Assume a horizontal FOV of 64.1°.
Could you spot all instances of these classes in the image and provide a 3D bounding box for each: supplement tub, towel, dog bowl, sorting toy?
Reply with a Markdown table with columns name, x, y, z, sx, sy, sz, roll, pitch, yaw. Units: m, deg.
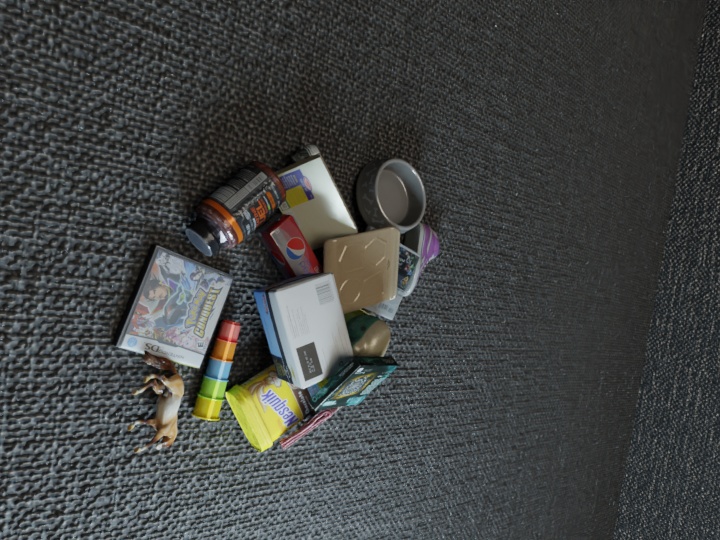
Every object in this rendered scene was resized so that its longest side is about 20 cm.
| name | x | y | z | sx | sy | sz | roll | pitch | yaw |
| --- | --- | --- | --- | --- | --- | --- | --- | --- | --- |
| supplement tub | -0.246 | -0.118 | 1.130 | 0.200 | 0.107 | 0.107 | -47 | 125 | -25 |
| towel | -0.088 | 0.326 | 1.290 | 0.023 | 0.144 | 0.200 | 54 | 14 | 8 |
| dog bowl | 0.083 | -0.183 | 1.416 | 0.199 | 0.059 | 0.201 | 6 | 81 | -41 |
| sorting toy | 0.000 | 0.000 | 1.317 | 0.199 | 0.036 | 0.186 | -13 | 115 | -33 |

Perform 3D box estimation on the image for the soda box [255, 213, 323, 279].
| name | x | y | z | sx | sy | sz | roll | pitch | yaw |
| --- | --- | --- | --- | --- | --- | --- | --- | --- | --- |
| soda box | -0.144 | -0.025 | 1.265 | 0.070 | 0.063 | 0.200 | -46 | 124 | -26 |

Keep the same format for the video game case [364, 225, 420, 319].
| name | x | y | z | sx | sy | sz | roll | pitch | yaw |
| --- | --- | --- | --- | --- | --- | --- | --- | --- | --- |
| video game case | 0.048 | 0.010 | 1.401 | 0.200 | 0.023 | 0.182 | 26 | 88 | -44 |

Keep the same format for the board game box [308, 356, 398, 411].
| name | x | y | z | sx | sy | sz | roll | pitch | yaw |
| --- | --- | --- | --- | --- | --- | --- | --- | --- | --- |
| board game box | -0.010 | 0.232 | 1.196 | 0.135 | 0.028 | 0.200 | -45 | 156 | 12 |

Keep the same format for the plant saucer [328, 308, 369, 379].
| name | x | y | z | sx | sy | sz | roll | pitch | yaw |
| --- | --- | --- | --- | --- | --- | --- | --- | --- | --- |
| plant saucer | -0.046 | 0.179 | 1.365 | 0.199 | 0.031 | 0.201 | -2 | 99 | -14 |

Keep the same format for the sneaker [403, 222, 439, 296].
| name | x | y | z | sx | sy | sz | roll | pitch | yaw |
| --- | --- | --- | --- | --- | --- | --- | --- | --- | --- |
| sneaker | 0.161 | -0.020 | 1.534 | 0.114 | 0.072 | 0.201 | 21 | 84 | -46 |

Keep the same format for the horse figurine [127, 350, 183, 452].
| name | x | y | z | sx | sy | sz | roll | pitch | yaw |
| --- | --- | --- | --- | --- | --- | --- | --- | --- | --- |
| horse figurine | -0.379 | 0.252 | 1.088 | 0.132 | 0.050 | 0.201 | 7 | 88 | -68 |

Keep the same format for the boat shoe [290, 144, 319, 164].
| name | x | y | z | sx | sy | sz | roll | pitch | yaw |
| --- | --- | --- | --- | --- | --- | --- | --- | --- | --- |
| boat shoe | -0.105 | -0.176 | 1.280 | 0.071 | 0.072 | 0.201 | -25 | 113 | -15 |

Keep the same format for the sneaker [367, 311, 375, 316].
| name | x | y | z | sx | sy | sz | roll | pitch | yaw |
| --- | --- | --- | --- | --- | --- | --- | --- | --- | --- |
| sneaker | -0.015 | 0.199 | 1.424 | 0.081 | 0.075 | 0.201 | 5 | 94 | -25 |

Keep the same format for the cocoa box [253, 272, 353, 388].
| name | x | y | z | sx | sy | sz | roll | pitch | yaw |
| --- | --- | --- | --- | --- | --- | --- | --- | --- | --- |
| cocoa box | -0.116 | 0.116 | 1.175 | 0.133 | 0.131 | 0.201 | -18 | 98 | -28 |

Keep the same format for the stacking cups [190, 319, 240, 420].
| name | x | y | z | sx | sy | sz | roll | pitch | yaw |
| --- | --- | --- | --- | --- | --- | --- | --- | --- | --- |
| stacking cups | -0.295 | 0.200 | 1.179 | 0.060 | 0.060 | 0.201 | 17 | 82 | -42 |

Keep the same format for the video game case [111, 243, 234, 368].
| name | x | y | z | sx | sy | sz | roll | pitch | yaw |
| --- | --- | --- | --- | --- | --- | --- | --- | --- | --- |
| video game case | -0.357 | 0.074 | 1.118 | 0.180 | 0.025 | 0.201 | 26 | 80 | -41 |

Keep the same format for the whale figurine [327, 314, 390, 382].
| name | x | y | z | sx | sy | sz | roll | pitch | yaw |
| --- | --- | --- | --- | --- | --- | --- | --- | --- | --- |
| whale figurine | -0.019 | 0.187 | 1.287 | 0.200 | 0.104 | 0.159 | -52 | 159 | -15 |

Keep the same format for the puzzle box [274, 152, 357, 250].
| name | x | y | z | sx | sy | sz | roll | pitch | yaw |
| --- | --- | --- | --- | --- | --- | --- | --- | --- | --- |
| puzzle box | -0.104 | -0.142 | 1.245 | 0.133 | 0.025 | 0.200 | -20 | 123 | 10 |

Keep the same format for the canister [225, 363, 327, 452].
| name | x | y | z | sx | sy | sz | roll | pitch | yaw |
| --- | --- | --- | --- | --- | --- | --- | --- | --- | --- |
| canister | -0.172 | 0.274 | 1.259 | 0.200 | 0.086 | 0.149 | -31 | 106 | -29 |
